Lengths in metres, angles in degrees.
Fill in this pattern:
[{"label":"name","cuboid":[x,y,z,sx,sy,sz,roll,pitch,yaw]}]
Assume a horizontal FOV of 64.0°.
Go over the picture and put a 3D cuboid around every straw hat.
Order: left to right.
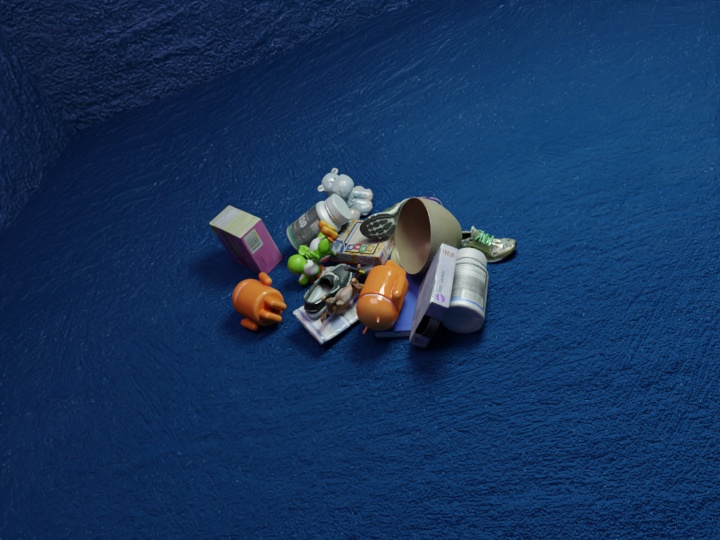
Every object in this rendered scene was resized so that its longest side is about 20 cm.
[{"label":"straw hat","cuboid":[0.170,-0.096,1.686,0.197,0.086,0.203,-16,41,14]}]

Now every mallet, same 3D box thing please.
[{"label":"mallet","cuboid":[0.000,0.000,1.621,0.064,0.200,0.042,-14,81,7]}]

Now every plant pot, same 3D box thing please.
[{"label":"plant pot","cuboid":[0.196,-0.094,1.559,0.132,0.204,0.201,-1,33,-24]}]

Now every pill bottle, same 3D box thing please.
[{"label":"pill bottle","cuboid":[-0.131,-0.147,1.840,0.199,0.113,0.114,-35,36,21]},{"label":"pill bottle","cuboid":[0.267,0.047,1.463,0.112,0.115,0.202,-5,45,24]}]

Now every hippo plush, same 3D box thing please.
[{"label":"hippo plush","cuboid":[-0.056,-0.268,1.928,0.198,0.162,0.160,20,58,40]}]

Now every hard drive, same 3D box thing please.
[{"label":"hard drive","cuboid":[0.118,0.091,1.567,0.129,0.026,0.202,-6,45,24]}]

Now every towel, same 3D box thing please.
[{"label":"towel","cuboid":[-0.074,0.109,1.613,0.198,0.024,0.147,-32,52,-21]}]

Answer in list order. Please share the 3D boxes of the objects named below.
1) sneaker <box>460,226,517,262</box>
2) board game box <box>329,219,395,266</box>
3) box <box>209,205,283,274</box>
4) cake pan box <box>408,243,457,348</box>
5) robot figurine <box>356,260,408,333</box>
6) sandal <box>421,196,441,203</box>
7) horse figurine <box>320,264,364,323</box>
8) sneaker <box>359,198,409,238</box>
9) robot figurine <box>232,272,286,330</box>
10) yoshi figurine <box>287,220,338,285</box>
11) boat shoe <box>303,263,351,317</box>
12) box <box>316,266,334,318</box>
[{"label":"sneaker","cuboid":[0.328,-0.079,1.580,0.196,0.089,0.078,1,47,29]},{"label":"board game box","cuboid":[0.010,-0.088,1.795,0.197,0.047,0.153,7,51,33]},{"label":"box","cuboid":[-0.381,-0.099,1.918,0.198,0.178,0.097,24,60,42]},{"label":"cake pan box","cuboid":[0.179,0.066,1.424,0.051,0.186,0.202,17,49,0]},{"label":"robot figurine","cuboid":[0.056,0.072,1.502,0.141,0.118,0.202,3,48,24]},{"label":"sandal","cuboid":[0.214,-0.202,1.772,0.081,0.051,0.203,-11,26,-15]},{"label":"horse figurine","cuboid":[-0.045,0.069,1.567,0.050,0.133,0.200,41,74,18]},{"label":"sneaker","cuboid":[0.089,-0.157,1.746,0.197,0.078,0.089,-23,14,-1]},{"label":"robot figurine","cuboid":[-0.308,0.093,1.727,0.198,0.147,0.116,20,36,41]},{"label":"yoshi figurine","cuboid":[-0.155,-0.054,1.753,0.111,0.112,0.202,37,105,25]},{"label":"boat shoe","cuboid":[-0.089,0.043,1.617,0.074,0.061,0.201,19,52,22]},{"label":"box","cuboid":[-0.112,0.075,1.698,0.038,0.042,0.202,-5,45,23]}]
